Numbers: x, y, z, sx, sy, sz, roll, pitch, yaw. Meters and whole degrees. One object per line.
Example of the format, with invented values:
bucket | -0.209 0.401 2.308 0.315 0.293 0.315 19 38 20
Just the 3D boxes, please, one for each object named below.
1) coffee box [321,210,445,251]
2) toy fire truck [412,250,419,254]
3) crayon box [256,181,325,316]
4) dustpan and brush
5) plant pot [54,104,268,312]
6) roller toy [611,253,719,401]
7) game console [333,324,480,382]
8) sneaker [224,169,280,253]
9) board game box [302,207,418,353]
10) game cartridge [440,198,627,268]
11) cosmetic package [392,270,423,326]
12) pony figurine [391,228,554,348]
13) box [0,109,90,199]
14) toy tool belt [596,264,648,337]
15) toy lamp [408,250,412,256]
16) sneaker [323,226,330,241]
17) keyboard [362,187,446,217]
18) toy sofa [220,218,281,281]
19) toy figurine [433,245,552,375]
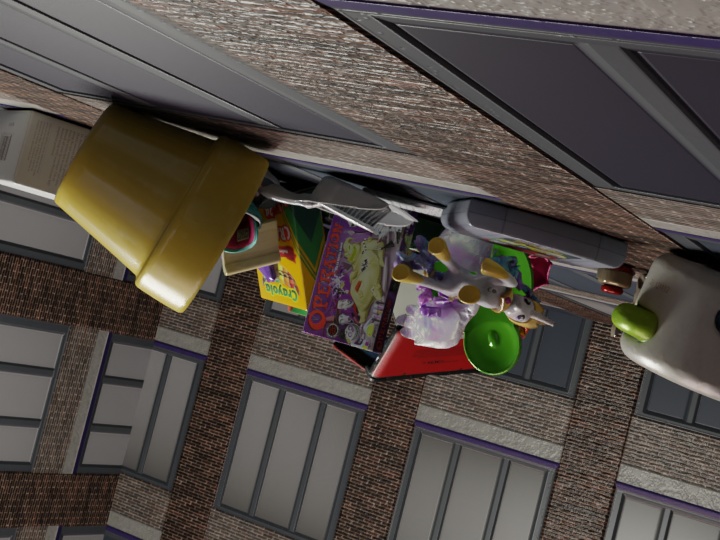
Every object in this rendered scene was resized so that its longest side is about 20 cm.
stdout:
coffee box | 0.029 -0.068 1.790 0.199 0.044 0.123 16 178 -21
toy fire truck | 0.097 -0.040 1.998 0.198 0.049 0.141 14 178 8
crayon box | -0.099 -0.022 1.760 0.051 0.202 0.127 -18 -163 -34
dustpan and brush | -0.039 -0.086 1.541 0.199 0.058 0.140 26 -179 17
plant pot | -0.232 -0.084 1.400 0.188 0.202 0.201 30 176 -8
roller toy | 0.398 0.062 1.388 0.182 0.141 0.200 26 -173 34
game console | 0.089 0.090 1.786 0.199 0.173 0.119 -3 -131 -31
sneaker | -0.154 -0.079 1.598 0.083 0.122 0.200 -25 159 23
board game box | 0.000 0.000 1.654 0.119 0.202 0.032 12 176 38
game cartridge | 0.203 -0.041 1.447 0.199 0.041 0.133 15 174 -11
cosmetic package | 0.137 0.020 1.792 0.103 0.074 0.199 -24 171 38
pony figurine | 0.124 0.020 1.515 0.192 0.168 0.200 17 174 36
box | -0.423 -0.154 1.797 0.199 0.107 0.152 16 177 -35
toy tool belt | 0.413 0.070 1.710 0.198 0.124 0.125 15 178 -5
toy lamp | 0.093 0.004 1.900 0.200 0.058 0.058 51 179 2
sneaker | -0.020 -0.019 1.811 0.199 0.071 0.099 7 168 41
keyboard | 0.100 -0.075 1.576 0.198 0.011 0.056 14 178 9
toy sofa | -0.185 -0.055 1.742 0.082 0.098 0.200 -13 -150 -22
toy figurine | 0.205 0.032 1.694 0.149 0.202 0.184 -13 177 30
